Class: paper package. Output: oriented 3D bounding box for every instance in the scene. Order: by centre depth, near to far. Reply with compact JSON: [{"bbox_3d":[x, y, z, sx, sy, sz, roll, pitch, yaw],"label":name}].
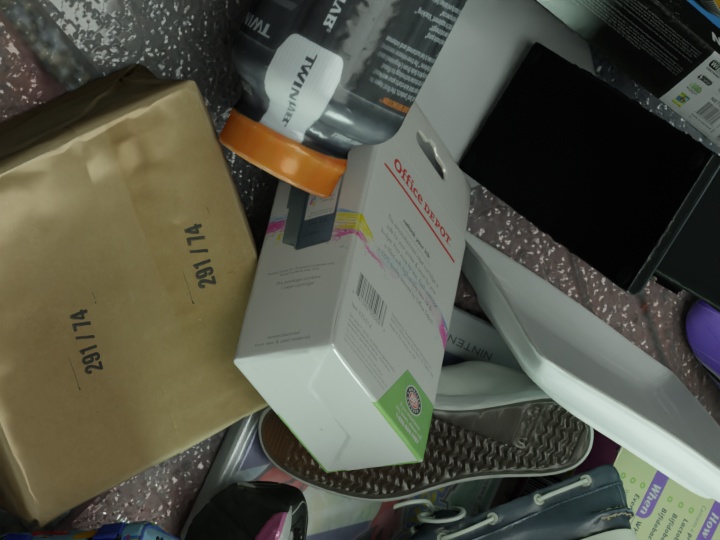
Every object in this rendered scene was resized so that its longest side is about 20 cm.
[{"bbox_3d":[-0.152,0.011,1.457,0.190,0.103,0.201,-27,109,-18],"label":"paper package"}]

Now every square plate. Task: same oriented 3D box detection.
[{"bbox_3d":[0.146,0.065,1.549,0.200,0.198,0.028,33,102,-25],"label":"square plate"}]

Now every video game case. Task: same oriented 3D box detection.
[{"bbox_3d":[0.008,0.108,1.588,0.182,0.023,0.201,25,90,-25],"label":"video game case"}]

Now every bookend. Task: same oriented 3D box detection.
[{"bbox_3d":[0.195,-0.027,1.527,0.199,0.199,0.092,27,98,-35],"label":"bookend"}]

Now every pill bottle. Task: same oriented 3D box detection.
[{"bbox_3d":[-0.003,-0.142,1.414,0.106,0.106,0.201,25,96,-25],"label":"pill bottle"}]

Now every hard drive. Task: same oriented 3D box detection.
[{"bbox_3d":[0.047,-0.113,1.561,0.199,0.027,0.133,-20,108,-18],"label":"hard drive"}]

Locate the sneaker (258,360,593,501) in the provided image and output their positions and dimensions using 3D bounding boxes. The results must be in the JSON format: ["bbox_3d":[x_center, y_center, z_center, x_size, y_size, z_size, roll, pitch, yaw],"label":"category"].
[{"bbox_3d":[0.038,0.094,1.557,0.199,0.085,0.073,1,105,-2],"label":"sneaker"}]

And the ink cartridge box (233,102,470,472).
[{"bbox_3d":[0.000,0.000,1.478,0.117,0.067,0.201,53,38,-41],"label":"ink cartridge box"}]

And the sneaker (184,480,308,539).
[{"bbox_3d":[-0.064,0.211,1.548,0.086,0.080,0.201,-3,124,-38],"label":"sneaker"}]

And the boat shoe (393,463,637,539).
[{"bbox_3d":[0.066,0.165,1.541,0.199,0.075,0.062,-18,70,11],"label":"boat shoe"}]

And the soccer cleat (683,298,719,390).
[{"bbox_3d":[0.277,0.097,1.639,0.068,0.073,0.200,-41,87,29],"label":"soccer cleat"}]

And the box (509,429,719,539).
[{"bbox_3d":[0.184,0.208,1.644,0.199,0.097,0.177,27,88,-24],"label":"box"}]

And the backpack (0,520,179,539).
[{"bbox_3d":[-0.190,0.222,1.447,0.199,0.183,0.135,-8,73,16],"label":"backpack"}]

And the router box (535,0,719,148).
[{"bbox_3d":[0.165,-0.175,1.534,0.200,0.150,0.051,35,121,-26],"label":"router box"}]
